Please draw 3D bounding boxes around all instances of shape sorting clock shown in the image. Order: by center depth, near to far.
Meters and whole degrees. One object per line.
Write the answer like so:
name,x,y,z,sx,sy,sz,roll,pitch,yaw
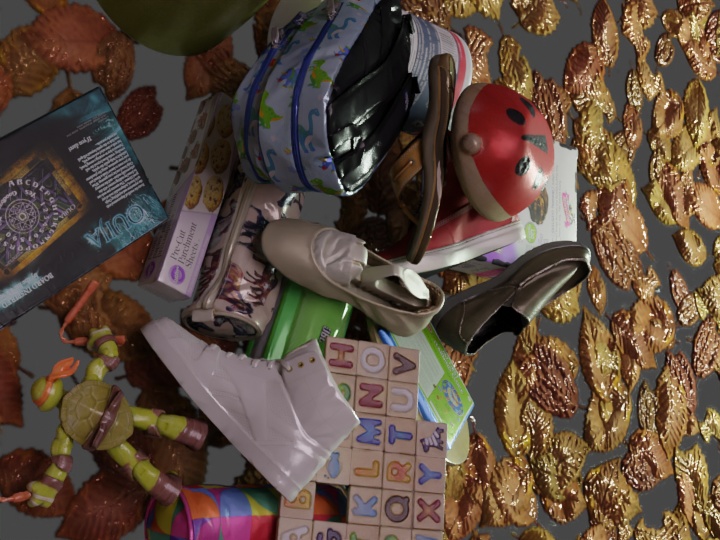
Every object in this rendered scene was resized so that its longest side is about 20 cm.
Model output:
shape sorting clock,0.058,0.107,1.211,0.200,0.039,0.201,48,27,-33

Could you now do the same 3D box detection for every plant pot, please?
plant pot,-0.122,-0.310,1.057,0.186,0.199,0.189,8,77,-41

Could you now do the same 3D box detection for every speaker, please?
speaker,-0.059,0.065,1.131,0.088,0.088,0.201,33,62,-34

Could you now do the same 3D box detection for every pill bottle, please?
pill bottle,0.008,-0.220,1.215,0.199,0.119,0.121,15,73,-39

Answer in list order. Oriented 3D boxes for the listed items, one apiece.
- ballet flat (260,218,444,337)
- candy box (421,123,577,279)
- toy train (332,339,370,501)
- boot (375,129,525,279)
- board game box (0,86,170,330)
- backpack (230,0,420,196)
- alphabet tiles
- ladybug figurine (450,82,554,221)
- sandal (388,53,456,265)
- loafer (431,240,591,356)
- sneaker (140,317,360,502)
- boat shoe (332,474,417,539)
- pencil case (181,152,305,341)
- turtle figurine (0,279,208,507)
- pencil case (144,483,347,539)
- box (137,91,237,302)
ballet flat,0.000,0.000,1.094,0.199,0.069,0.070,28,65,-33
candy box,0.164,-0.078,1.365,0.199,0.071,0.169,13,74,-40
toy train,-0.003,0.168,1.198,0.045,0.034,0.202,14,73,-27
boot,0.066,-0.069,1.217,0.199,0.072,0.145,-21,88,-32
board game box,-0.268,-0.054,0.998,0.200,0.028,0.136,-38,109,-40
backpack,-0.028,-0.148,1.049,0.201,0.152,0.164,-82,169,-50
alphabet tiles,0.006,0.166,1.084,0.166,0.008,0.202,10,75,-23
ladybug figurine,0.142,-0.118,1.149,0.200,0.071,0.137,-15,97,-68
sandal,0.055,-0.107,1.117,0.080,0.054,0.202,-68,164,-69
loafer,0.176,0.038,1.301,0.199,0.070,0.075,-29,140,-6
sneaker,-0.091,0.090,1.035,0.116,0.074,0.200,-44,84,-7
boat shoe,-0.005,0.181,1.139,0.085,0.075,0.204,-12,73,-10
pencil case,-0.105,-0.029,1.106,0.089,0.077,0.201,46,53,-52
turtle figurine,-0.208,0.117,0.983,0.161,0.064,0.201,30,61,-23
pencil case,-0.097,0.237,1.071,0.199,0.088,0.089,11,76,-39
box,-0.153,-0.070,1.098,0.041,0.039,0.201,31,64,-32
